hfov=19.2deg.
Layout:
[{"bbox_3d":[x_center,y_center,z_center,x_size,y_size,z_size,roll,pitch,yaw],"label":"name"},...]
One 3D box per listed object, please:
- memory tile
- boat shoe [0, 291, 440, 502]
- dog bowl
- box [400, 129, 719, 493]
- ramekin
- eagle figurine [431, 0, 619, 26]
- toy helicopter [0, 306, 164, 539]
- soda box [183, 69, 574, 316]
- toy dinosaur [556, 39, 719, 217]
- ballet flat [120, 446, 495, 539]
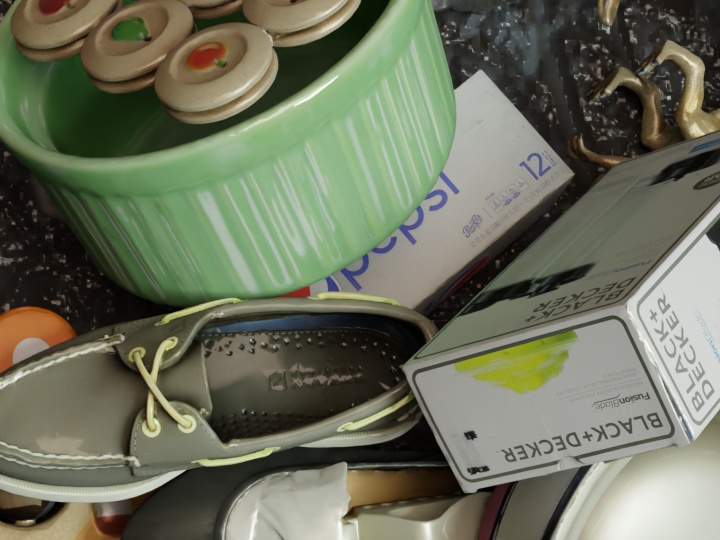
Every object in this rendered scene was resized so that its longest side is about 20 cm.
[{"bbox_3d":[-0.041,-0.141,0.889,0.153,0.017,0.200,25,60,42],"label":"memory tile"},{"bbox_3d":[-0.064,0.047,0.866,0.200,0.060,0.073,-8,72,-12],"label":"boat shoe"},{"bbox_3d":[0.136,0.130,0.912,0.199,0.074,0.202,-7,105,-28],"label":"dog bowl"},{"bbox_3d":[0.119,0.007,0.874,0.200,0.116,0.060,-41,107,-46],"label":"box"},{"bbox_3d":[-0.054,-0.077,0.917,0.198,0.098,0.201,-14,41,12],"label":"ramekin"},{"bbox_3d":[0.047,-0.196,1.008,0.198,0.152,0.152,7,28,24],"label":"eagle figurine"},{"bbox_3d":[-0.107,0.113,0.922,0.199,0.079,0.133,27,67,-13],"label":"toy helicopter"},{"bbox_3d":[0.000,0.000,0.967,0.200,0.063,0.068,-40,82,-15],"label":"soda box"},{"bbox_3d":[0.160,-0.059,1.019,0.101,0.058,0.200,45,82,-11],"label":"toy dinosaur"},{"bbox_3d":[-0.003,0.106,0.910,0.198,0.068,0.069,-7,93,-27],"label":"ballet flat"}]
